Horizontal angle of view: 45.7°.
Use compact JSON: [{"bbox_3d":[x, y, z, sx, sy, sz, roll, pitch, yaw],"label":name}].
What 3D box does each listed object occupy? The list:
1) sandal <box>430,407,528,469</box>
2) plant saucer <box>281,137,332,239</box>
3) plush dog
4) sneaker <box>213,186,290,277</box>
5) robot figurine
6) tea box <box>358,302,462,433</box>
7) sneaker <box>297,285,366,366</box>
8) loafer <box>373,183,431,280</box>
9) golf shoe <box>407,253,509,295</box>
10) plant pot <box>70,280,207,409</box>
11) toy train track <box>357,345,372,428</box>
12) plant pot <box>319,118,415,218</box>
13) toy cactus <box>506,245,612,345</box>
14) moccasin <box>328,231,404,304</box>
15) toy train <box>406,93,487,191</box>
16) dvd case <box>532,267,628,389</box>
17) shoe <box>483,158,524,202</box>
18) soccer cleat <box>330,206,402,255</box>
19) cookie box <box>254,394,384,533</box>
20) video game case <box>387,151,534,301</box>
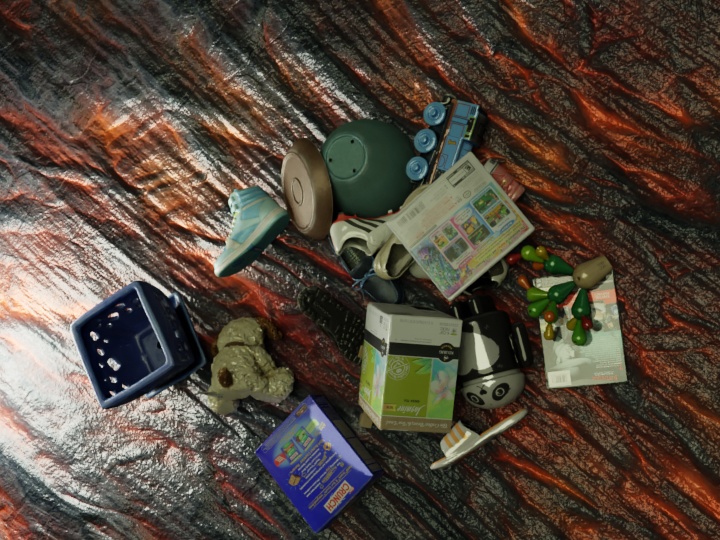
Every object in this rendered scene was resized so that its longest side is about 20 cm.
[{"bbox_3d":[0.208,0.293,1.555,0.205,0.079,0.060,-34,72,7],"label":"sandal"},{"bbox_3d":[-0.112,-0.157,1.675,0.034,0.200,0.203,-12,76,-24],"label":"plant saucer"},{"bbox_3d":[-0.244,0.175,1.723,0.197,0.161,0.174,-16,53,18],"label":"plush dog"},{"bbox_3d":[-0.252,-0.090,1.774,0.200,0.080,0.131,-43,73,4],"label":"sneaker"},{"bbox_3d":[0.221,0.146,1.531,0.123,0.150,0.203,-11,78,-17],"label":"robot figurine"},{"bbox_3d":[0.084,0.168,1.519,0.132,0.200,0.200,4,92,-11],"label":"tea box"},{"bbox_3d":[-0.042,0.105,1.680,0.076,0.088,0.200,-45,94,-8],"label":"sneaker"},{"bbox_3d":[0.096,-0.063,1.576,0.075,0.068,0.202,23,104,-20],"label":"loafer"},{"bbox_3d":[0.174,-0.001,1.574,0.197,0.095,0.078,-5,127,24],"label":"golf shoe"},{"bbox_3d":[-0.447,0.155,1.774,0.199,0.179,0.202,-32,74,17],"label":"plant pot"},{"bbox_3d":[0.034,0.203,1.643,0.113,0.033,0.203,14,97,-19],"label":"toy train track"},{"bbox_3d":[-0.005,-0.206,1.653,0.197,0.134,0.203,-2,84,22],"label":"plant pot"},{"bbox_3d":[0.360,0.024,1.493,0.164,0.102,0.201,-32,65,6],"label":"toy cactus"},{"bbox_3d":[0.000,0.000,1.666,0.200,0.068,0.081,43,101,20],"label":"moccasin"},{"bbox_3d":[0.162,-0.229,1.610,0.113,0.086,0.203,19,92,26],"label":"toy train"},{"bbox_3d":[0.392,0.104,1.523,0.144,0.022,0.203,-9,80,21],"label":"dvd case"},{"bbox_3d":[0.215,-0.104,1.587,0.091,0.071,0.201,39,114,2],"label":"shoe"},{"bbox_3d":[0.041,-0.070,1.633,0.197,0.069,0.086,-3,64,-1],"label":"soccer cleat"},{"bbox_3d":[-0.080,0.374,1.660,0.171,0.075,0.200,-46,71,12],"label":"cookie box"},{"bbox_3d":[0.178,-0.078,1.522,0.199,0.024,0.183,-40,84,2],"label":"video game case"}]
